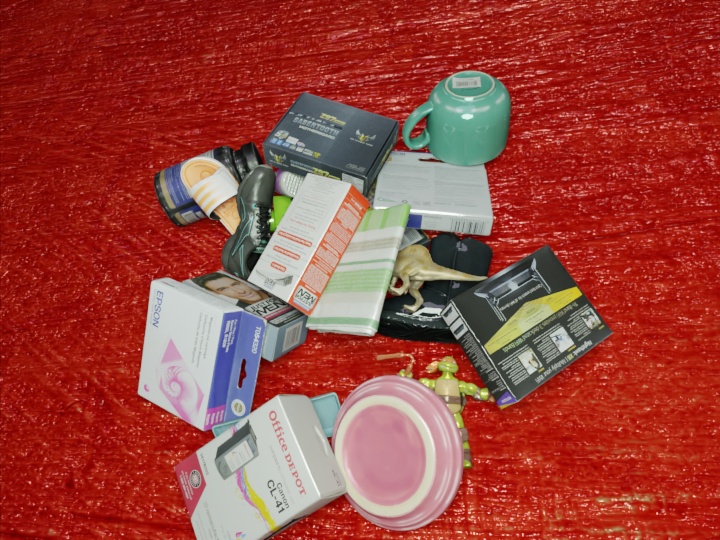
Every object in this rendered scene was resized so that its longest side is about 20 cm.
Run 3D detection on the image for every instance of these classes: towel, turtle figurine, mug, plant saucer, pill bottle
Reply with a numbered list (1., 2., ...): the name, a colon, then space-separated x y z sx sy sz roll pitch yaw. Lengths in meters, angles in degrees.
1. towel: 0.000 0.000 0.783 0.147 0.031 0.203 -3 61 46
2. turtle figurine: 0.115 0.194 0.753 0.195 0.065 0.165 6 72 4
3. mug: 0.181 -0.273 0.928 0.184 0.116 0.151 -37 54 -23
4. plant saucer: 0.039 0.247 0.709 0.197 0.051 0.205 -5 79 28
5. plant saucer: -0.121 0.236 0.789 0.196 0.071 0.019 -16 18 4
6. pill bottle: -0.281 -0.170 1.001 0.196 0.112 0.113 -21 60 0

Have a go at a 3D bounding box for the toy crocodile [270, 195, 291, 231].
1. toy crocodile: -0.131 -0.056 0.942 0.066 0.062 0.203 -9 57 -13

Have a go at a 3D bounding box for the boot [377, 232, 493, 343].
1. boot: 0.107 0.024 0.837 0.196 0.077 0.171 3 60 18

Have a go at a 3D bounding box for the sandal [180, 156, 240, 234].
1. sandal: -0.236 -0.116 0.928 0.079 0.059 0.207 -40 102 5

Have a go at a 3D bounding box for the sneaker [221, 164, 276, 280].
1. sneaker: -0.175 -0.077 0.892 0.079 0.075 0.204 31 111 35

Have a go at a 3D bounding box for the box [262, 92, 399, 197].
1. box: -0.049 -0.225 0.914 0.197 0.051 0.159 21 55 12

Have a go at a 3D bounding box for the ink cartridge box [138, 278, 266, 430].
1. ink cartridge box: -0.252 0.137 0.808 0.197 0.043 0.201 19 105 22

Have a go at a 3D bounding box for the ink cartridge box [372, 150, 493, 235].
1. ink cartridge box: 0.124 -0.140 0.904 0.192 0.044 0.202 5 39 4

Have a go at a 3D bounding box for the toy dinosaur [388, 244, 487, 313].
1. toy dinosaur: 0.079 0.005 0.774 0.197 0.059 0.102 15 61 29

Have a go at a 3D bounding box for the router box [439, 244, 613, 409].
1. router box: 0.236 0.075 0.745 0.197 0.052 0.159 -25 72 -22

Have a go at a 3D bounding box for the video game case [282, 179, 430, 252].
1. video game case: -0.008 -0.068 0.908 0.197 0.026 0.182 -27 63 -19

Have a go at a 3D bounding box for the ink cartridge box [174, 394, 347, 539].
1. ink cartridge box: -0.139 0.284 0.714 0.199 0.085 0.149 -37 66 14

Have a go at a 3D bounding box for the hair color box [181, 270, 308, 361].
1. hair color box: -0.191 0.069 0.859 0.197 0.099 0.062 21 109 22

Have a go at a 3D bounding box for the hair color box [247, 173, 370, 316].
1. hair color box: -0.081 -0.044 0.819 0.110 0.064 0.202 21 78 42

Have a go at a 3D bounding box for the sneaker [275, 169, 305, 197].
1. sneaker: -0.081 -0.194 0.994 0.197 0.074 0.114 -20 16 -26
